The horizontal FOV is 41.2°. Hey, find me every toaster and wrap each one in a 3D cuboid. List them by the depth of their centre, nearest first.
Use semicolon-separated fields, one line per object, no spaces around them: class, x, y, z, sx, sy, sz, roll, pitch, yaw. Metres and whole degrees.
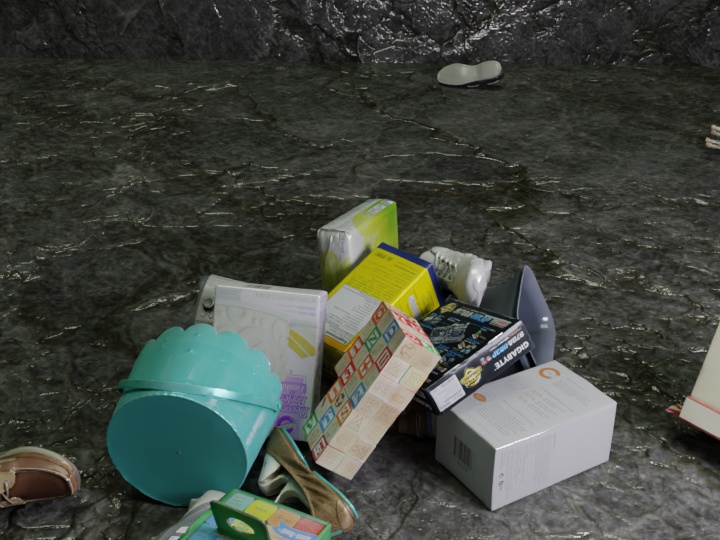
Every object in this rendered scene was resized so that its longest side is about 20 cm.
toaster;-0.170;0.089;1.422;0.129;0.200;0.114;10;67;9

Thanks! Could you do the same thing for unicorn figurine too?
unicorn figurine;0.909;-0.303;2.321;0.137;0.074;0.200;24;28;20

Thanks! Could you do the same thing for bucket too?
bucket;-0.209;0.182;1.189;0.207;0.208;0.135;4;31;6

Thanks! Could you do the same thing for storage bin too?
storage bin;0.209;0.105;1.442;0.134;0.146;0.200;-19;19;23

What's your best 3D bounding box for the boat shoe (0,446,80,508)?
boat shoe;-0.438;0.262;1.162;0.200;0.076;0.072;-3;29;14

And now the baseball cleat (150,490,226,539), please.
baseball cleat;-0.176;0.313;1.062;0.106;0.070;0.200;9;28;17

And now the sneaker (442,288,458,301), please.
sneaker;0.112;0.071;1.528;0.074;0.088;0.200;8;25;31

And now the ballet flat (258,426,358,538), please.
ballet flat;-0.081;0.266;1.182;0.072;0.068;0.200;-32;41;-17

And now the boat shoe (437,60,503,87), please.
boat shoe;0.335;-0.591;2.903;0.200;0.074;0.060;-7;-19;20

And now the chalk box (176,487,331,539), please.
chalk box;-0.108;0.304;0.934;0.124;0.200;0.124;15;30;26

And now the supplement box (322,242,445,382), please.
supplement box;0.019;0.072;1.430;0.109;0.110;0.200;25;60;40

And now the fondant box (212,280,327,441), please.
fondant box;-0.127;0.121;1.296;0.144;0.200;0.058;5;6;7

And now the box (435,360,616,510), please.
box;0.214;0.210;1.250;0.200;0.098;0.124;-15;30;-27

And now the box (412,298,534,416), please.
box;0.114;0.110;1.288;0.159;0.046;0.200;-34;18;-16

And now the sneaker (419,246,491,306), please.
sneaker;0.136;0.005;1.453;0.099;0.078;0.200;17;3;-7

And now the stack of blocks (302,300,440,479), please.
stack of blocks;0.008;0.152;1.232;0.059;0.200;0.115;31;11;-23

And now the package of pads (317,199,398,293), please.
package of pads;0.000;0.000;1.548;0.068;0.200;0.154;11;28;31

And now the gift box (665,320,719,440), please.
gift box;0.532;0.159;1.257;0.200;0.187;0.184;-3;24;-43

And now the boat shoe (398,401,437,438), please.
boat shoe;0.079;0.166;1.364;0.072;0.072;0.200;-7;22;4
